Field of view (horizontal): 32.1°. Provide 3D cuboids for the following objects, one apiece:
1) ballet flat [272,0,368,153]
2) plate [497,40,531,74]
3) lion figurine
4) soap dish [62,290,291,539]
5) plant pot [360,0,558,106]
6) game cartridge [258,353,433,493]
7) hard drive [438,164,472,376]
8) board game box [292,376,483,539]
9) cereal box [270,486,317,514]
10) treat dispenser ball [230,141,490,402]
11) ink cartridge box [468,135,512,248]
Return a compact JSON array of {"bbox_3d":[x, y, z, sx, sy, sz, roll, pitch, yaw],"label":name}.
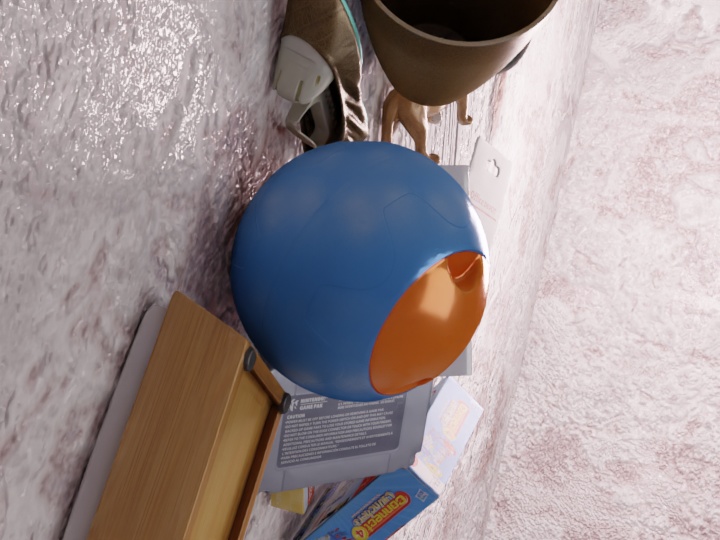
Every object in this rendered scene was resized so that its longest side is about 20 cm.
[{"bbox_3d":[-0.037,-0.149,1.006,0.072,0.068,0.200,-51,160,-19],"label":"ballet flat"},{"bbox_3d":[0.122,-0.295,1.245,0.026,0.200,0.200,-20,131,-27],"label":"plate"},{"bbox_3d":[0.069,-0.188,1.336,0.200,0.072,0.123,-58,148,-43],"label":"lion figurine"},{"bbox_3d":[-0.120,0.136,0.859,0.157,0.081,0.200,68,35,-65],"label":"soap dish"},{"bbox_3d":[0.078,-0.242,1.168,0.200,0.186,0.187,106,1,-70],"label":"plant pot"},{"bbox_3d":[-0.022,0.123,1.111,0.200,0.041,0.133,-2,112,-38],"label":"game cartridge"},{"bbox_3d":[0.040,0.001,1.186,0.026,0.132,0.201,-179,-92,-76],"label":"hard drive"},{"bbox_3d":[0.024,0.225,1.323,0.196,0.056,0.200,-44,-178,28],"label":"board game box"},{"bbox_3d":[-0.038,0.119,1.235,0.200,0.039,0.144,-60,157,-49],"label":"cereal box"},{"bbox_3d":[0.000,0.000,0.965,0.201,0.200,0.201,12,90,-75],"label":"treat dispenser ball"},{"bbox_3d":[0.084,-0.034,1.276,0.116,0.068,0.200,25,81,-63],"label":"ink cartridge box"}]
